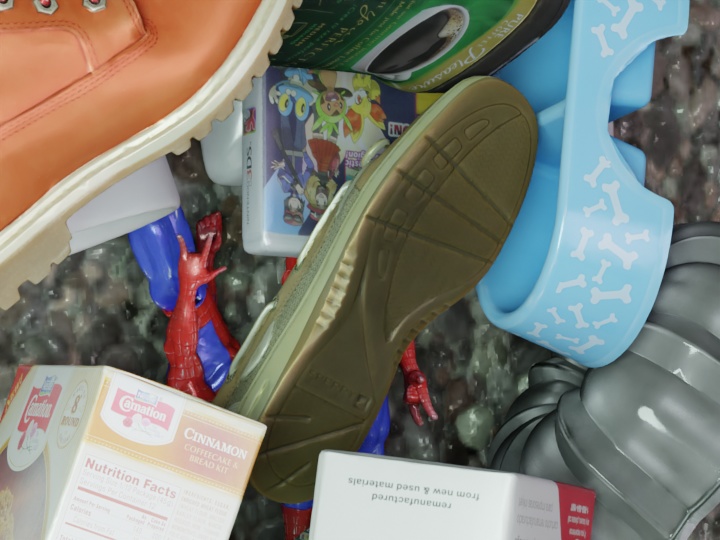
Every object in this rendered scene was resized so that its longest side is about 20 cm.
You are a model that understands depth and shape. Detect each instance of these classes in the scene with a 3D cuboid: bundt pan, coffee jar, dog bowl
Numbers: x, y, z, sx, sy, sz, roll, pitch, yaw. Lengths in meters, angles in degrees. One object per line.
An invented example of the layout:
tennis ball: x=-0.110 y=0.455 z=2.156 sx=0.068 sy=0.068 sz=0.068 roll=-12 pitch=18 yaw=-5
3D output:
bundt pan: x=0.129 y=0.058 z=1.030 sx=0.076 sy=0.202 sz=0.202 roll=36 pitch=72 yaw=-6
coffee jar: x=-0.004 y=-0.127 z=0.884 sx=0.199 sy=0.104 sz=0.086 roll=3 pitch=59 yaw=-49
dog bowl: x=0.093 y=-0.060 z=0.966 sx=0.049 sy=0.111 sz=0.201 roll=9 pitch=79 yaw=-19

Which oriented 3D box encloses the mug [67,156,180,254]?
mug: x=-0.168 y=-0.083 z=0.826 sx=0.147 sy=0.200 sz=0.176 roll=-19 pitch=90 yaw=5

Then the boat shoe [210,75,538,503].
boat shoe: x=0.001 y=0.002 z=0.936 sx=0.073 sy=0.063 sz=0.201 roll=30 pitch=89 yaw=-36

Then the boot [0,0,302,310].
boot: x=-0.103 y=-0.079 z=0.723 sx=0.200 sy=0.075 sz=0.107 roll=-44 pitch=122 yaw=-15

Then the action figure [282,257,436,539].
action figure: x=-0.005 y=0.051 z=1.016 sx=0.065 sy=0.052 sz=0.201 roll=1 pitch=90 yaw=-28

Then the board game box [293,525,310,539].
board game box: x=-0.046 y=0.174 z=0.894 sx=0.023 sy=0.200 sz=0.105 roll=18 pitch=98 yaw=11

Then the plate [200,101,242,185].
plate: x=0.008 y=-0.150 z=1.031 sx=0.199 sy=0.032 sz=0.201 roll=-10 pitch=98 yaw=-33

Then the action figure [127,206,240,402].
action figure: x=-0.081 y=-0.002 z=0.962 sx=0.051 sy=0.065 sz=0.201 roll=-16 pitch=105 yaw=7

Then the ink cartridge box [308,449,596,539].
ink cartridge box: x=0.031 y=0.180 z=0.882 sx=0.147 sy=0.082 sz=0.201 roll=22 pitch=73 yaw=-69

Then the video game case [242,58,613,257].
video game case: x=0.034 y=-0.092 z=1.005 sx=0.199 sy=0.023 sz=0.184 roll=4 pitch=82 yaw=-34

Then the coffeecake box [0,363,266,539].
coffeecake box: x=-0.123 y=0.143 z=0.882 sx=0.073 sy=0.153 sz=0.201 roll=22 pitch=80 yaw=-19
